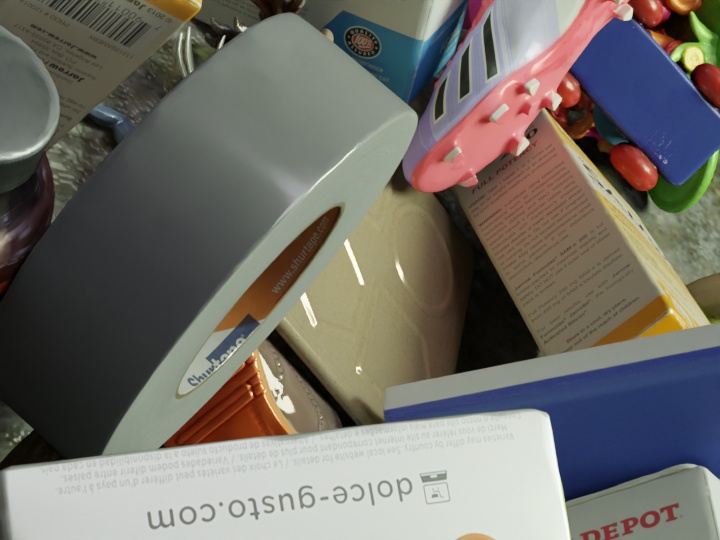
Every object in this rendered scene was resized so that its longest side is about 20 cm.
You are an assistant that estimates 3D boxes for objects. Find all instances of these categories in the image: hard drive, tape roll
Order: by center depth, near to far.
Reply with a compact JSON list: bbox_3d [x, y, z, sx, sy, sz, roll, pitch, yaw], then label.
[{"bbox_3d":[-0.064,-0.008,0.723,0.066,0.200,0.200,41,40,6],"label":"tape roll"},{"bbox_3d":[0.127,0.085,0.883,0.132,0.199,0.025,58,26,-46],"label":"hard drive"}]

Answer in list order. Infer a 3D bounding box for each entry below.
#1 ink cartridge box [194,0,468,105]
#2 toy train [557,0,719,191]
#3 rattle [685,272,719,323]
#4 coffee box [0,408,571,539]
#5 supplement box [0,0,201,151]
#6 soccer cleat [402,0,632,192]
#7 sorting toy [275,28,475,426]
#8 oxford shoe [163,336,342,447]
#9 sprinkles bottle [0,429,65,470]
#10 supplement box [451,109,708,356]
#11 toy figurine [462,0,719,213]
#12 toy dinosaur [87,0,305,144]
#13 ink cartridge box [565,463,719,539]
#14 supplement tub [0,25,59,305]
[{"bbox_3d":[-0.002,-0.215,0.976,0.145,0.201,0.084,25,39,13],"label":"ink cartridge box"},{"bbox_3d":[0.134,-0.144,1.079,0.200,0.085,0.116,45,3,-11],"label":"toy train"},{"bbox_3d":[0.254,0.088,1.051,0.130,0.200,0.143,-47,122,-22],"label":"rattle"},{"bbox_3d":[-0.048,0.168,0.630,0.199,0.200,0.199,-4,79,-27],"label":"coffee box"},{"bbox_3d":[-0.154,-0.125,0.798,0.073,0.200,0.126,25,48,-33],"label":"supplement box"},{"bbox_3d":[0.086,-0.129,0.984,0.076,0.200,0.067,42,-1,24],"label":"soccer cleat"},{"bbox_3d":[0.000,0.000,0.942,0.200,0.036,0.186,56,33,-35],"label":"sorting toy"},{"bbox_3d":[-0.058,0.066,0.870,0.200,0.071,0.073,59,20,2],"label":"oxford shoe"},{"bbox_3d":[-0.083,0.154,0.769,0.200,0.068,0.068,43,41,-11],"label":"sprinkles bottle"},{"bbox_3d":[0.138,0.013,0.994,0.126,0.073,0.200,43,15,-39],"label":"supplement box"},{"bbox_3d":[0.146,-0.150,1.189,0.183,0.150,0.201,8,81,-24],"label":"toy figurine"},{"bbox_3d":[-0.077,-0.068,0.919,0.200,0.105,0.182,37,56,-29],"label":"toy dinosaur"},{"bbox_3d":[0.135,0.216,0.862,0.086,0.147,0.201,41,36,-47],"label":"ink cartridge box"},{"bbox_3d":[-0.185,-0.010,0.679,0.107,0.200,0.107,19,46,-21],"label":"supplement tub"}]
